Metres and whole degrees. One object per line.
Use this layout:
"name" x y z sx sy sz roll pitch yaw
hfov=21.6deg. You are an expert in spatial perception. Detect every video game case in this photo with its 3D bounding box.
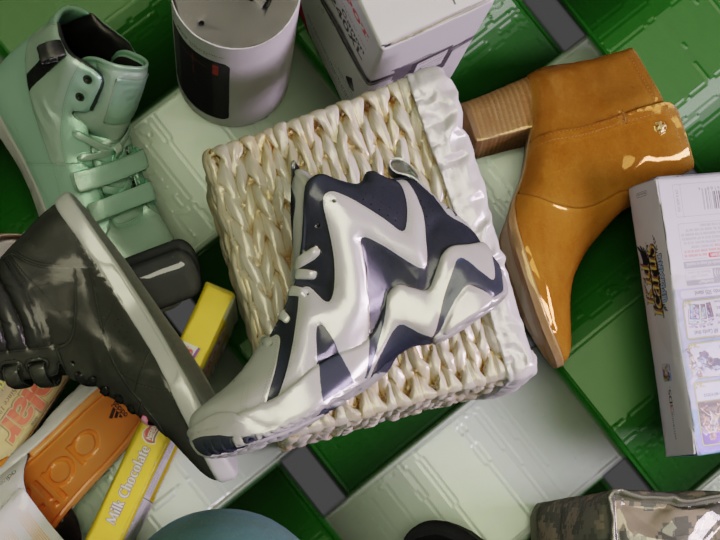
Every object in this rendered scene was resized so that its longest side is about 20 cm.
"video game case" 0.285 0.023 1.262 0.199 0.045 0.182 -5 83 -21

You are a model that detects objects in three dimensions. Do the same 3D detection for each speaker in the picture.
"speaker" -0.080 -0.153 1.201 0.081 0.200 0.082 1 81 -5

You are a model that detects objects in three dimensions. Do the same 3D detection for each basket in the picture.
"basket" 0.000 0.000 1.189 0.160 0.198 0.201 -16 84 -5

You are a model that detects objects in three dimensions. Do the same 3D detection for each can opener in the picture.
"can opener" -0.202 0.015 1.188 0.199 0.053 0.067 -21 106 0

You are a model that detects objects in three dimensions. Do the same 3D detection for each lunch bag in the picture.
"lunch bag" 0.176 0.241 1.185 0.117 0.164 0.201 1 81 -11

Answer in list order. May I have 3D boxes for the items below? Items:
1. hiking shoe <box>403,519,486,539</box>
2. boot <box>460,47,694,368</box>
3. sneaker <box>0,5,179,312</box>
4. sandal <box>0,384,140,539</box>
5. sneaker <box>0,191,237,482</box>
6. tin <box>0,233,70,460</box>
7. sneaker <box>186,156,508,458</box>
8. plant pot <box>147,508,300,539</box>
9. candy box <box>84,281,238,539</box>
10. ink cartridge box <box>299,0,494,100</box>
"hiking shoe" 0.057 0.234 1.176 0.076 0.100 0.200 -44 46 25
"boot" 0.160 -0.047 1.273 0.143 0.071 0.202 -15 79 -7
"sneaker" -0.162 -0.073 1.218 0.074 0.118 0.201 -30 83 -45
"sandal" -0.200 0.149 1.202 0.207 0.059 0.079 -50 132 -10
"sneaker" -0.158 0.061 1.134 0.099 0.071 0.200 -35 83 0
"tin" -0.254 0.071 1.237 0.112 0.042 0.200 33 80 4
"sneaker" -0.030 0.009 1.054 0.199 0.079 0.130 -31 83 -2
"plant pot" -0.086 0.229 1.168 0.199 0.201 0.135 0 47 -5
"candy box" -0.130 0.108 1.209 0.026 0.102 0.201 24 80 4
"ink cartridge box" 0.008 -0.196 1.215 0.083 0.200 0.146 -25 84 -8
